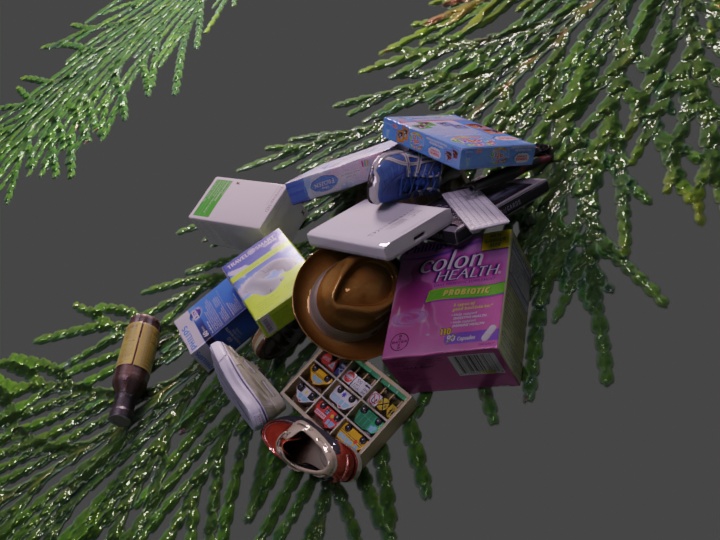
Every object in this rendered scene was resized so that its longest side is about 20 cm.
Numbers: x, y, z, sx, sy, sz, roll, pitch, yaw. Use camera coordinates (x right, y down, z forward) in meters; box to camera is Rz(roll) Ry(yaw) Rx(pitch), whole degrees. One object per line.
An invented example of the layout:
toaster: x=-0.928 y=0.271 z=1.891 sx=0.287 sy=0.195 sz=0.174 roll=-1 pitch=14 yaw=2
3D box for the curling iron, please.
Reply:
curling iron: x=0.234 y=-0.156 z=1.391 sx=0.049 sy=0.026 sz=0.199 roll=20 pitch=38 yaw=39

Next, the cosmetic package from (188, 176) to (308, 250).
cosmetic package: x=-0.207 y=-0.101 z=1.657 sx=0.198 sy=0.085 sz=0.109 roll=8 pitch=57 yaw=40

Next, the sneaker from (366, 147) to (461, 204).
sneaker: x=0.083 y=-0.151 z=1.388 sx=0.076 sy=0.077 sz=0.199 roll=22 pitch=36 yaw=33

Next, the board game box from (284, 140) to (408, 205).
board game box: x=-0.004 y=-0.178 z=1.542 sx=0.196 sy=0.044 sz=0.200 roll=-17 pitch=11 yaw=22

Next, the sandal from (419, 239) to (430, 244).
sandal: x=0.121 y=-0.062 z=1.434 sx=0.082 sy=0.050 sz=0.201 roll=-41 pitch=28 yaw=-26

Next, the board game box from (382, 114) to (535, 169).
board game box: x=0.150 y=-0.202 z=1.394 sx=0.149 sy=0.037 sz=0.199 roll=-8 pitch=24 yaw=-32

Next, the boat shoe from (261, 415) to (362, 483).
boat shoe: x=-0.082 y=0.250 z=1.266 sx=0.198 sy=0.062 sz=0.073 roll=14 pitch=89 yaw=48

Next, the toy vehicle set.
toy vehicle set: x=-0.020 y=0.190 z=1.322 sx=0.124 sy=0.027 sz=0.199 roll=-47 pitch=43 yaw=-10

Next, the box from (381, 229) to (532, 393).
box: x=0.141 y=0.059 z=1.276 sx=0.173 sy=0.097 sz=0.203 roll=-8 pitch=49 yaw=28

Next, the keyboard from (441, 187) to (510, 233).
keyboard: x=0.164 y=-0.091 z=1.303 sx=0.055 sy=0.011 sz=0.200 roll=-18 pitch=20 yaw=-1

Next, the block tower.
block tower: x=0.082 y=-0.126 z=1.507 sx=0.197 sy=0.054 sz=0.059 roll=-10 pitch=49 yaw=27

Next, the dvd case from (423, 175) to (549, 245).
dvd case: x=0.168 y=-0.096 z=1.365 sx=0.198 sy=0.025 sz=0.149 roll=-28 pitch=23 yaw=-29

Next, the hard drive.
hard drive: x=0.025 y=-0.063 z=1.328 sx=0.131 sy=0.027 sz=0.199 roll=-31 pitch=25 yaw=-28

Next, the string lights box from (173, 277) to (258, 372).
string lights box: x=-0.215 y=0.067 z=1.535 sx=0.199 sy=0.059 sz=0.103 roll=-40 pitch=42 yaw=-2

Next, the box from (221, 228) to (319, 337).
box: x=-0.144 y=0.012 z=1.448 sx=0.121 sy=0.048 sz=0.200 roll=-34 pitch=38 yaw=-7

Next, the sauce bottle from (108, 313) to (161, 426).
sauce bottle: x=-0.396 y=0.173 z=1.561 sx=0.064 sy=0.065 sz=0.202 roll=-13 pitch=47 yaw=23

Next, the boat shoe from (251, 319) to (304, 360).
boat shoe: x=-0.114 y=0.059 z=1.464 sx=0.076 sy=0.072 sz=0.200 roll=30 pitch=63 yaw=32

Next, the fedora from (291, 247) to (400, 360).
fedora: x=-0.002 y=0.033 z=1.331 sx=0.203 sy=0.198 sz=0.082 roll=-63 pitch=5 yaw=-26

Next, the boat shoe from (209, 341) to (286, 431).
boat shoe: x=-0.181 y=0.178 z=1.423 sx=0.061 sy=0.073 sz=0.200 roll=-22 pitch=42 yaw=-21
